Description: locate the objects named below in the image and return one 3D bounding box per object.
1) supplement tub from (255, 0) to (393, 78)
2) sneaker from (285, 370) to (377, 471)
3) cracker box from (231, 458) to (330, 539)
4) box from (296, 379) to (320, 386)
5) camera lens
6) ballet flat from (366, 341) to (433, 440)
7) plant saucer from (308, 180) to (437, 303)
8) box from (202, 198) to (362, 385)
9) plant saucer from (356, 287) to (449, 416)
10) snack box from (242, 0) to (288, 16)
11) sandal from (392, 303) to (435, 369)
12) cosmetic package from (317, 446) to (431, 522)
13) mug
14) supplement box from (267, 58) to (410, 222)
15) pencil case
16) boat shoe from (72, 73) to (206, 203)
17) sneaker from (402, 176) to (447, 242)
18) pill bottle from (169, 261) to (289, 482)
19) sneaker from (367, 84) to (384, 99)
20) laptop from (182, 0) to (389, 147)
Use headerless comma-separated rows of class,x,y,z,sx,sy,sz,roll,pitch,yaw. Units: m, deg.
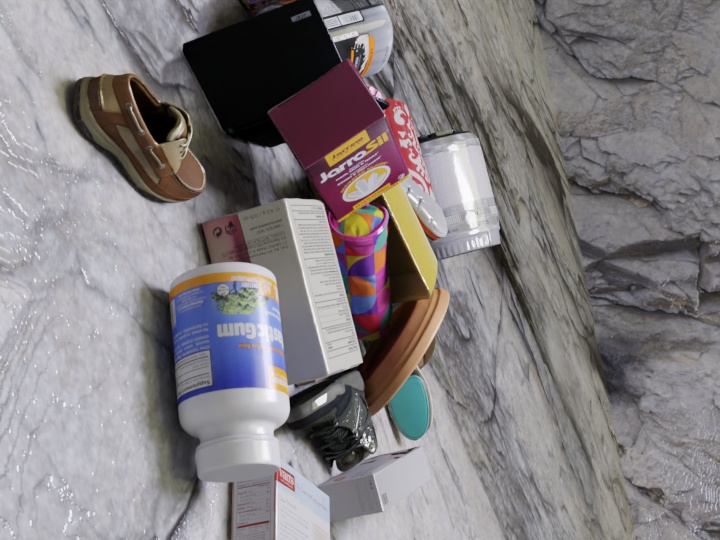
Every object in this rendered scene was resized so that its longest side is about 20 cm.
supplement tub,-0.062,-0.292,1.597,0.199,0.122,0.123,-25,101,-41
sneaker,-0.030,0.188,1.488,0.199,0.076,0.115,0,70,-75
cracker box,-0.082,0.312,1.288,0.134,0.057,0.201,50,33,-51
box,-0.070,0.037,1.556,0.121,0.032,0.202,-12,87,-70
camera lens,0.138,-0.123,2.043,0.160,0.159,0.202,-12,87,-70
ballet flat,0.059,0.145,1.783,0.062,0.067,0.201,-61,134,-76
plant saucer,0.025,-0.056,1.640,0.201,0.048,0.200,64,-23,-6
box,-0.086,0.027,1.402,0.128,0.108,0.202,-5,81,-72
plant saucer,0.046,0.102,1.634,0.037,0.200,0.200,35,30,-7
snack box,-0.090,-0.428,1.582,0.169,0.199,0.068,47,33,-52
sandal,0.054,0.056,1.836,0.054,0.080,0.201,-114,180,-76
cosmetic package,0.019,0.267,1.558,0.200,0.082,0.051,-6,79,-71
mug,0.050,-0.153,1.834,0.132,0.178,0.201,0,65,-25
supplement box,-0.020,-0.145,1.433,0.086,0.110,0.200,57,0,18
pencil case,0.000,0.000,1.592,0.201,0.088,0.089,88,5,-46
boat shoe,-0.206,-0.132,1.243,0.200,0.073,0.076,42,38,-57
sneaker,0.032,-0.106,1.694,0.200,0.082,0.077,51,26,-8
pill bottle,-0.129,0.103,1.230,0.112,0.111,0.202,34,44,-61
sneaker,-0.060,-0.267,1.748,0.200,0.088,0.082,42,75,-30
laptop,-0.086,-0.232,1.490,0.200,0.176,0.104,5,71,-69
